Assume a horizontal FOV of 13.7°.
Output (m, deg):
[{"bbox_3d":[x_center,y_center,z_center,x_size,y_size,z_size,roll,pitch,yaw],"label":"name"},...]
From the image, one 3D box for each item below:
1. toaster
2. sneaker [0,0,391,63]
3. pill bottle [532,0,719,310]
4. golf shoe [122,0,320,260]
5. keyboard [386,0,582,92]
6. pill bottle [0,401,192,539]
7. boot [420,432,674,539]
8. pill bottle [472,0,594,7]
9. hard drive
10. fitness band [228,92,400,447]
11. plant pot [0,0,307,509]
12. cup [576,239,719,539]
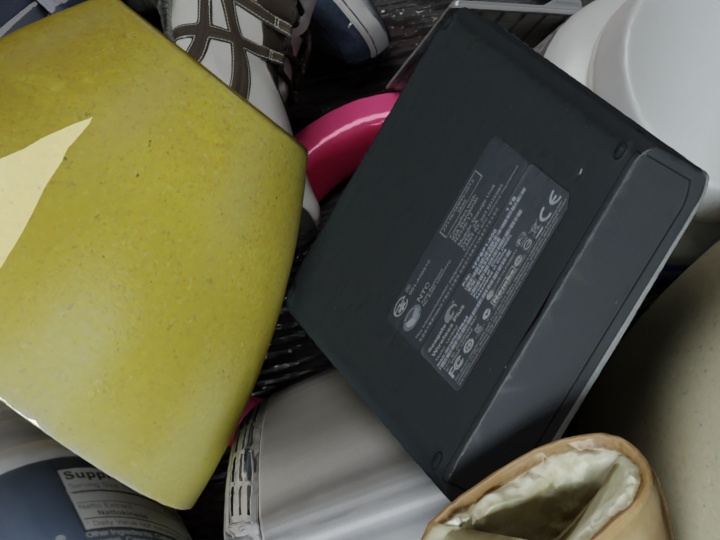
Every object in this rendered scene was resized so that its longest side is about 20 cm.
[{"bbox_3d":[0.023,0.093,1.163,0.129,0.114,0.200,-20,23,9],"label":"toaster"},{"bbox_3d":[-0.093,-0.116,1.441,0.202,0.077,0.146,34,77,31],"label":"sneaker"},{"bbox_3d":[0.105,-0.046,1.194,0.113,0.200,0.114,6,73,-19],"label":"pill bottle"},{"bbox_3d":[-0.051,-0.100,1.340,0.094,0.078,0.201,-24,65,-9],"label":"golf shoe"},{"bbox_3d":[0.051,-0.094,1.289,0.056,0.200,0.011,-3,84,-7],"label":"keyboard"},{"bbox_3d":[-0.118,0.139,1.192,0.119,0.120,0.200,-30,45,-4],"label":"pill bottle"},{"bbox_3d":[0.044,0.162,1.045,0.175,0.200,0.066,-36,50,-10],"label":"boot"},{"bbox_3d":[0.148,-0.168,1.355,0.199,0.111,0.111,-5,49,18],"label":"pill bottle"},{"bbox_3d":[0.042,-0.009,1.090,0.140,0.033,0.200,-60,25,8],"label":"hard drive"},{"bbox_3d":[0.000,0.000,1.322,0.143,0.038,0.200,13,56,31],"label":"fitness band"},{"bbox_3d":[-0.102,-0.022,1.181,0.142,0.200,0.200,-51,49,1],"label":"plant pot"},{"bbox_3d":[0.165,0.066,1.108,0.143,0.200,0.201,-17,42,38],"label":"cup"}]
